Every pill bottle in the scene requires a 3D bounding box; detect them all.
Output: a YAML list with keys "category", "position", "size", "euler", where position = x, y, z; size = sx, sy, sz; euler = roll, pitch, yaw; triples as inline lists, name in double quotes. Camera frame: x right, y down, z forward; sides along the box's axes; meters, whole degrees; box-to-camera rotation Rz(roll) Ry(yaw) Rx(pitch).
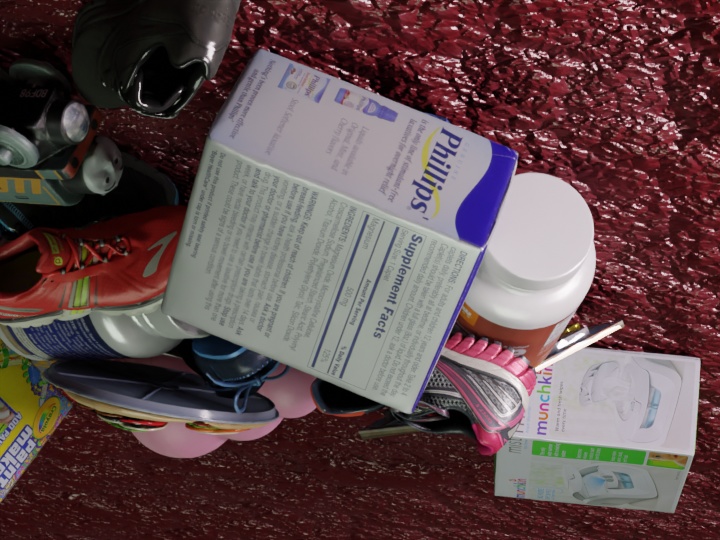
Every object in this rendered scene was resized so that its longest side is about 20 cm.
- category: "pill bottle"
  position: [-0.199, 0.013, 1.688]
  size: [0.200, 0.120, 0.120]
  euler: [-3, 156, 42]
- category: "pill bottle"
  position: [0.114, 0.004, 1.576]
  size: [0.112, 0.112, 0.200]
  euler: [10, 158, -3]

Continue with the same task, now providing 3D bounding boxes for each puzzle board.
- category: "puzzle board"
  position: [0.105, 0.088, 1.727]
  size: [0.200, 0.017, 0.151]
  euler: [-26, -179, -20]

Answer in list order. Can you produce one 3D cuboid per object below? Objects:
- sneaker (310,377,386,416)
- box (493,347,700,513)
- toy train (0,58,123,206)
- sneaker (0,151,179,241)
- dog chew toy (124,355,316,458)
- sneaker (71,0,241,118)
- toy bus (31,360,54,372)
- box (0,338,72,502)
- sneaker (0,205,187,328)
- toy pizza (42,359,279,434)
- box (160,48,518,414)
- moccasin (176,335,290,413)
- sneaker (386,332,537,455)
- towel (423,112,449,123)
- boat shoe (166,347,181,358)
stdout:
- category: "sneaker"
  position: [0.043, 0.068, 1.721]
  size: [0.200, 0.075, 0.084]
  euler: [-34, 172, 25]
- category: "box"
  position: [0.212, 0.143, 1.902]
  size: [0.176, 0.097, 0.200]
  euler: [5, 159, 4]
- category: "toy train"
  position: [-0.263, -0.094, 1.497]
  size: [0.200, 0.085, 0.114]
  euler: [3, 149, 32]
- category: "sneaker"
  position: [-0.242, -0.053, 1.616]
  size: [0.200, 0.082, 0.073]
  euler: [7, 155, 0]
- category: "dog chew toy"
  position: [-0.120, 0.105, 1.915]
  size: [0.200, 0.125, 0.125]
  euler: [-10, 152, 23]
- category: "sneaker"
  position: [-0.143, -0.138, 1.361]
  size: [0.076, 0.091, 0.200]
  euler: [16, 158, -23]
- category: "toy bus"
  position: [-0.304, 0.045, 1.902]
  size: [0.078, 0.065, 0.200]
  euler: [9, 158, 0]
- category: "box"
  position: [-0.397, 0.086, 1.835]
  size: [0.200, 0.122, 0.193]
  euler: [16, 154, 44]
- category: "sneaker"
  position: [-0.210, -0.004, 1.566]
  size: [0.200, 0.077, 0.085]
  euler: [-17, 158, 13]
- category: "toy pizza"
  position: [-0.167, 0.110, 1.735]
  size: [0.200, 0.032, 0.200]
  euler: [11, -175, -1]
- category: "box"
  position: [-0.017, -0.025, 1.444]
  size: [0.200, 0.105, 0.184]
  euler: [23, 137, 2]
- category: "moccasin"
  position: [-0.096, 0.069, 1.691]
  size: [0.080, 0.068, 0.200]
  euler: [-31, -170, -9]
- category: "sneaker"
  position: [0.029, 0.077, 1.574]
  size: [0.200, 0.075, 0.081]
  euler: [15, 156, 19]
- category: "towel"
  position: [-0.012, -0.046, 1.535]
  size: [0.145, 0.024, 0.200]
  euler: [6, 135, 1]
- category: "boat shoe"
  position: [-0.167, 0.039, 1.826]
  size: [0.201, 0.072, 0.060]
  euler: [-1, 161, 32]
